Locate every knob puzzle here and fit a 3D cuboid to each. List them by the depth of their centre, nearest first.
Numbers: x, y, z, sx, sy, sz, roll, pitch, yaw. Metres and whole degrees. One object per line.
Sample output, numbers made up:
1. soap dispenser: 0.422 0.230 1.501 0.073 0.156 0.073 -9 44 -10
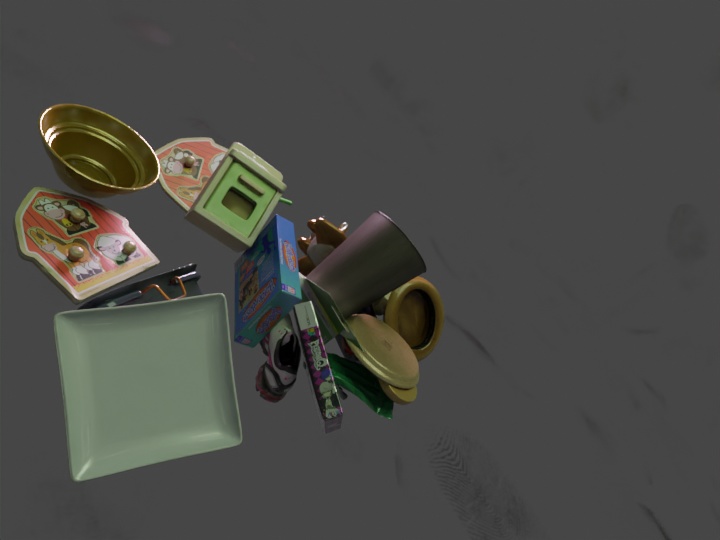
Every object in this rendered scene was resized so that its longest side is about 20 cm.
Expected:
1. knob puzzle: -0.437 -0.060 0.822 0.219 0.030 0.220 33 31 -23
2. knob puzzle: -0.334 -0.205 1.099 0.219 0.030 0.221 14 60 -26

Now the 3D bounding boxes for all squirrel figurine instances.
1. squirrel figurine: -0.051 -0.044 1.239 0.199 0.142 0.187 24 13 -5

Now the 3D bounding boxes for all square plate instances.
1. square plate: -0.259 0.138 0.656 0.199 0.028 0.199 -7 89 -22

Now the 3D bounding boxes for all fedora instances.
1. fedora: 0.109 0.112 1.230 0.200 0.082 0.202 -2 94 -38

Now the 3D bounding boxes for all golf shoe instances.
1. golf shoe: -0.135 0.132 0.937 0.072 0.092 0.201 25 33 -28

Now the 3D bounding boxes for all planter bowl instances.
1. planter bowl: -0.461 -0.186 0.912 0.200 0.083 0.201 33 30 -22

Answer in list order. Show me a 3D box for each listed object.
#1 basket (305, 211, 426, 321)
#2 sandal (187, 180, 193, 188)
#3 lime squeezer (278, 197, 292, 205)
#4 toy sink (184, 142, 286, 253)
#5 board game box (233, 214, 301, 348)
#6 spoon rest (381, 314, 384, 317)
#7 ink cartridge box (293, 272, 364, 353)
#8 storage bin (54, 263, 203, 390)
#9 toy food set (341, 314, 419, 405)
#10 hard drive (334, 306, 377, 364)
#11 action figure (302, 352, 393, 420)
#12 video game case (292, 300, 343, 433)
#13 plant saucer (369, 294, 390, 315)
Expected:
1. basket: 0.000 0.000 1.048 0.180 0.200 0.136 46 -10 46
2. sandal: -0.300 -0.199 1.168 0.080 0.057 0.201 47 32 14
3. lime squeezer: -0.244 -0.204 1.281 0.199 0.038 0.071 29 32 -28
4. toy sink: -0.235 -0.157 1.048 0.130 0.112 0.201 35 70 -21
5. board game box: -0.175 0.017 0.966 0.045 0.152 0.201 27 34 -33
6. spoon rest: 0.113 0.120 1.323 0.200 0.061 0.099 47 28 0
7. ink cartridge box: -0.083 0.076 0.972 0.200 0.048 0.146 34 -24 58
8. storage bin: -0.288 0.088 0.750 0.135 0.145 0.200 58 29 1
9. toy food set: 0.041 0.165 1.055 0.200 0.049 0.198 37 21 -7
10. hard drive: -0.009 0.127 1.166 0.134 0.042 0.201 16 40 -44
11. action figure: -0.024 0.211 1.024 0.199 0.055 0.118 29 34 -23
12. video game case: -0.070 0.167 0.870 0.036 0.200 0.182 -15 69 -9
13. plant saucer: 0.055 0.005 1.222 0.029 0.201 0.200 13 20 20
